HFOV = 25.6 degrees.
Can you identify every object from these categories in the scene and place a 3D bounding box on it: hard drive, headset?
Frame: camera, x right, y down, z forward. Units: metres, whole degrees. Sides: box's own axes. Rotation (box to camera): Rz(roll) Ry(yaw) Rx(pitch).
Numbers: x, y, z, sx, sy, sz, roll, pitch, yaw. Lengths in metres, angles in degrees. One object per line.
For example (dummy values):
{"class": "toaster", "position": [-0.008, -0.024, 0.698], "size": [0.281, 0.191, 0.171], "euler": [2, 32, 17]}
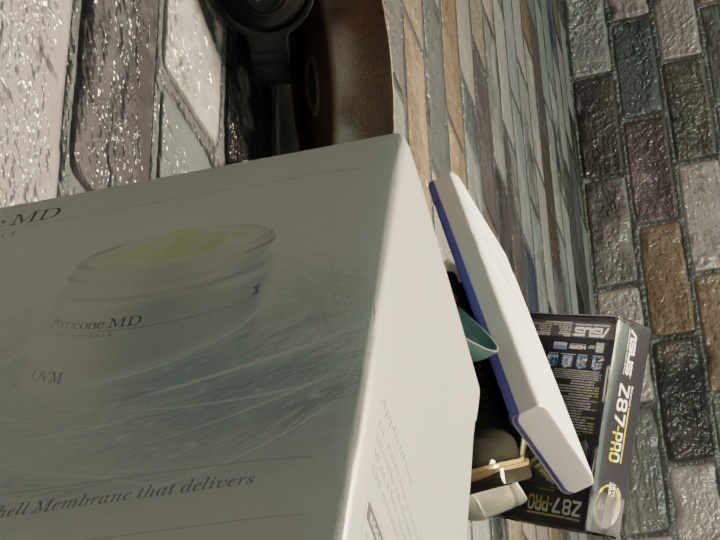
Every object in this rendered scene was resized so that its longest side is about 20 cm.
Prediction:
{"class": "hard drive", "position": [0.105, 0.044, 1.114], "size": [0.132, 0.025, 0.201], "euler": [53, 16, -52]}
{"class": "headset", "position": [-0.076, -0.208, 1.011], "size": [0.201, 0.093, 0.125], "euler": [88, -2, -51]}

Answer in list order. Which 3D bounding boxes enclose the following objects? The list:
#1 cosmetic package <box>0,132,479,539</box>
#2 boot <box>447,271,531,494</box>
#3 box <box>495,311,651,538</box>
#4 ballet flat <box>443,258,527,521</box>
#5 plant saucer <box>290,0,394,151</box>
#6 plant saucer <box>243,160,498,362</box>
{"class": "cosmetic package", "position": [-0.073, 0.072, 0.498], "size": [0.201, 0.197, 0.124], "euler": [-80, 156, -55]}
{"class": "boot", "position": [0.061, 0.075, 1.064], "size": [0.200, 0.077, 0.140], "euler": [-60, 137, -88]}
{"class": "box", "position": [0.126, 0.114, 1.240], "size": [0.049, 0.199, 0.163], "euler": [20, 77, -40]}
{"class": "ballet flat", "position": [0.097, 0.088, 1.205], "size": [0.069, 0.069, 0.203], "euler": [42, 42, -69]}
{"class": "plant saucer", "position": [-0.018, -0.128, 1.081], "size": [0.200, 0.036, 0.203], "euler": [175, -90, -77]}
{"class": "plant saucer", "position": [0.000, 0.000, 0.996], "size": [0.199, 0.028, 0.200], "euler": [36, 7, -5]}
